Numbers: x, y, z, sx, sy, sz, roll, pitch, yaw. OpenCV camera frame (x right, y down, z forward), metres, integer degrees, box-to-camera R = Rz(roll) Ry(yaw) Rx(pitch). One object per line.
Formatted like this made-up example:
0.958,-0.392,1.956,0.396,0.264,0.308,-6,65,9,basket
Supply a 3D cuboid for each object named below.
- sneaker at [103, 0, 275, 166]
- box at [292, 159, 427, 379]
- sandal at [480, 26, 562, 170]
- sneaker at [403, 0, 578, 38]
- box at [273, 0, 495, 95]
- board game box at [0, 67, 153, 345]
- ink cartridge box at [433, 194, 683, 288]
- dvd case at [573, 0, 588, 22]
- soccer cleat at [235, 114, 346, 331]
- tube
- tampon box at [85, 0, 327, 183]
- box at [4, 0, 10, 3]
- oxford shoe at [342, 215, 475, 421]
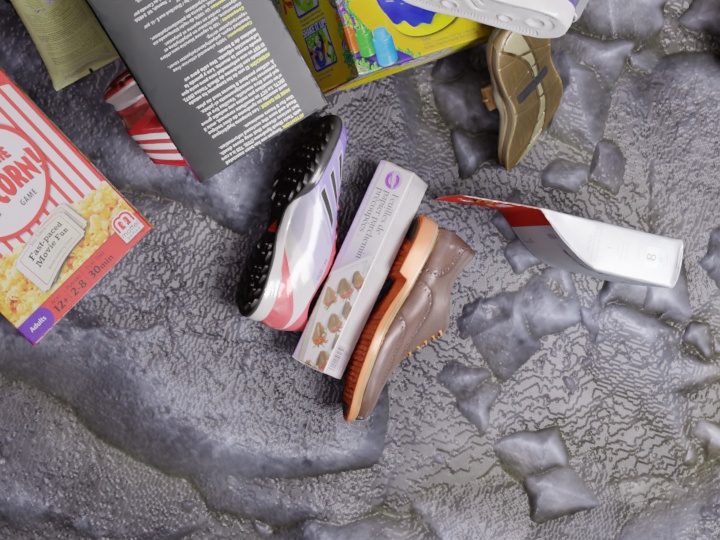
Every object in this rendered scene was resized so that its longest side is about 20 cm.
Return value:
-0.123,-0.168,1.202,0.198,0.078,0.116,-31,111,-2,sneaker
0.000,0.000,1.217,0.038,0.041,0.202,23,87,26,box
0.135,-0.166,1.175,0.080,0.201,0.054,-45,62,-11,sandal
0.096,-0.284,1.058,0.197,0.081,0.148,17,78,-6,sneaker
0.027,-0.275,1.147,0.198,0.122,0.195,-22,95,-25,box
-0.309,-0.058,1.188,0.152,0.046,0.200,-45,96,-2,board game box
0.169,-0.027,1.185,0.197,0.160,0.048,11,91,-6,ink cartridge box
0.159,-0.334,1.161,0.024,0.151,0.202,-15,115,32,dvd case
-0.048,-0.043,1.217,0.073,0.068,0.203,22,87,-30,soccer cleat
-0.258,-0.217,1.119,0.057,0.200,0.053,11,72,11,tube
-0.138,-0.202,1.060,0.125,0.150,0.201,-31,116,-3,tampon box
-0.260,-0.346,1.139,0.198,0.124,0.150,-27,96,-4,box
0.044,0.055,1.223,0.072,0.071,0.202,25,90,-11,oxford shoe
